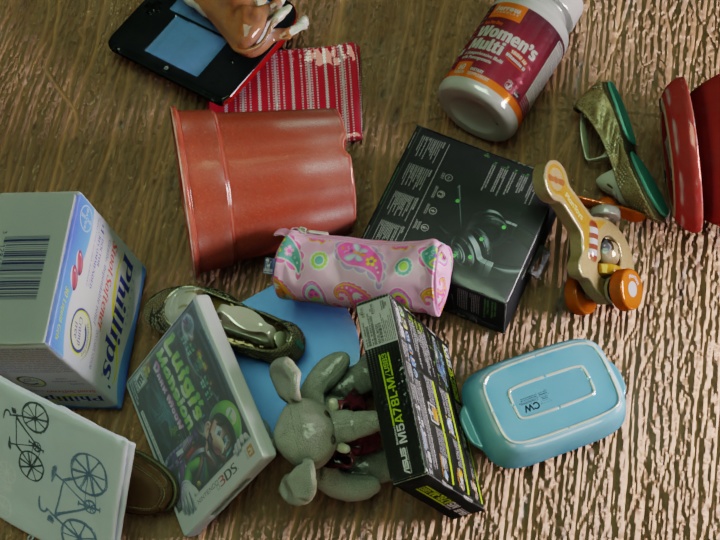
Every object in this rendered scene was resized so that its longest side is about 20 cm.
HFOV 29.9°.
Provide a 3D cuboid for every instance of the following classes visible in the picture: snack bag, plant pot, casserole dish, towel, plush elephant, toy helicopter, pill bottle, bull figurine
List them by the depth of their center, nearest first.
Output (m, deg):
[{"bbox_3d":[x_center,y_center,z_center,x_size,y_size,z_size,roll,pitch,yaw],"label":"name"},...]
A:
[{"bbox_3d":[-0.032,0.168,1.422,0.198,0.155,0.166,-11,84,-3],"label":"plush elephant"},{"bbox_3d":[-0.336,0.218,1.451,0.199,0.190,0.021,23,30,19],"label":"snack bag"},{"bbox_3d":[0.206,0.140,1.483,0.199,0.039,0.122,-17,67,-15],"label":"casserole dish"},{"bbox_3d":[0.256,-0.052,1.517,0.079,0.200,0.133,-8,41,43],"label":"toy helicopter"},{"bbox_3d":[0.437,-0.134,1.526,0.181,0.201,0.202,-8,65,9],"label":"plant pot"},{"bbox_3d":[-0.112,-0.103,1.568,0.194,0.201,0.202,-8,65,-8],"label":"plant pot"},{"bbox_3d":[0.187,-0.266,1.650,0.109,0.110,0.201,27,71,16],"label":"pill bottle"},{"bbox_3d":[-0.155,-0.342,1.690,0.121,0.065,0.200,-29,59,-12],"label":"bull figurine"},{"bbox_3d":[-0.098,-0.221,1.703,0.198,0.023,0.146,-3,66,3],"label":"towel"}]

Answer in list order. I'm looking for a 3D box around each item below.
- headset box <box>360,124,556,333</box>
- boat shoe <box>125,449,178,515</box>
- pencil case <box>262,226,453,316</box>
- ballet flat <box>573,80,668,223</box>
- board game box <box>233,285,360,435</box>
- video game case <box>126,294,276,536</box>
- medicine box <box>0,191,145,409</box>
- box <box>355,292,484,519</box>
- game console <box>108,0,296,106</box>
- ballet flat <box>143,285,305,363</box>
[{"bbox_3d":[0.122,-0.046,1.565,0.199,0.093,0.175,20,68,13],"label":"headset box"},{"bbox_3d":[-0.298,0.221,1.483,0.199,0.068,0.072,17,92,18],"label":"boat shoe"},{"bbox_3d":[0.000,0.000,1.475,0.198,0.088,0.088,6,66,17],"label":"pencil case"},{"bbox_3d":[0.306,-0.132,1.614,0.065,0.070,0.201,-28,60,22],"label":"ballet flat"},{"bbox_3d":[-0.095,0.105,1.547,0.199,0.039,0.159,-29,71,-2],"label":"board game box"},{"bbox_3d":[-0.179,0.159,1.466,0.023,0.182,0.201,-2,56,-42],"label":"video game case"},{"bbox_3d":[-0.333,0.037,1.504,0.102,0.200,0.183,-1,65,15],"label":"medicine box"},{"bbox_3d":[0.065,0.147,1.428,0.047,0.193,0.201,-18,65,14],"label":"box"},{"bbox_3d":[-0.198,-0.309,1.727,0.199,0.031,0.177,28,62,23],"label":"game console"},{"bbox_3d":[-0.156,0.053,1.510,0.199,0.075,0.068,16,72,13],"label":"ballet flat"}]
